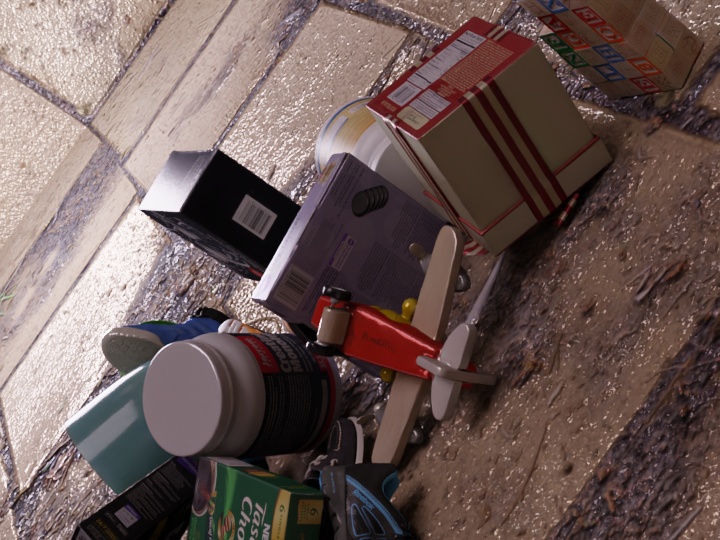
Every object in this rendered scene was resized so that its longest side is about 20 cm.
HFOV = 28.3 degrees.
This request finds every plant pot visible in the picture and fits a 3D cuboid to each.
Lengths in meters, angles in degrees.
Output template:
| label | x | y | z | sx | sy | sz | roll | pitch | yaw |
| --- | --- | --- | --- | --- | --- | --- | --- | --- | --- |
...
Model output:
| label | x | y | z | sx | sy | sz | roll | pitch | yaw |
| --- | --- | --- | --- | --- | --- | --- | --- | --- | --- |
| plant pot | -0.240 | 0.202 | 1.779 | 0.161 | 0.201 | 0.201 | -45 | 24 | -2 |

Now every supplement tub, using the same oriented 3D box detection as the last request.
| label | x | y | z | sx | sy | sz | roll | pitch | yaw |
| --- | --- | --- | --- | --- | --- | --- | --- | --- | --- |
| supplement tub | 0.038 | -0.127 | 1.728 | 0.145 | 0.144 | 0.200 | -55 | 24 | 1 |
| supplement tub | -0.129 | 0.140 | 1.595 | 0.140 | 0.200 | 0.141 | -2 | 87 | 39 |

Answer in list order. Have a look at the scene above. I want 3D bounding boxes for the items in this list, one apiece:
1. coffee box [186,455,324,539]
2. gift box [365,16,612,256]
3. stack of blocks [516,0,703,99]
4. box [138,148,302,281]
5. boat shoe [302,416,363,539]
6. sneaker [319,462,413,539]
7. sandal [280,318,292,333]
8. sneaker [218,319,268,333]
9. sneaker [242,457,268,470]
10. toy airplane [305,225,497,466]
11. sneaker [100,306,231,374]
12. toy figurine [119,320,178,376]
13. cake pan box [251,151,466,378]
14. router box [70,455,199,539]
| label | x | y | z | sx | sy | sz | roll | pitch | yaw |
| --- | --- | --- | --- | --- | --- | --- | --- | --- | --- |
| coffee box | -0.110 | 0.261 | 1.436 | 0.200 | 0.044 | 0.124 | 10 | 91 | 57 |
| gift box | 0.125 | -0.130 | 1.515 | 0.200 | 0.187 | 0.185 | -38 | 27 | 1 |
| stack of blocks | 0.237 | -0.260 | 1.461 | 0.115 | 0.200 | 0.059 | 2 | 61 | 61 |
| box | -0.179 | -0.074 | 1.996 | 0.104 | 0.200 | 0.182 | -60 | 24 | -10 |
| boat shoe | -0.032 | 0.228 | 1.489 | 0.201 | 0.060 | 0.074 | -88 | 10 | -47 |
| sneaker | 0.012 | 0.268 | 1.359 | 0.081 | 0.073 | 0.201 | -10 | 55 | -2 |
| sandal | -0.056 | 0.044 | 1.753 | 0.206 | 0.059 | 0.080 | -8 | 89 | 58 |
| sneaker | -0.103 | 0.118 | 1.773 | 0.200 | 0.077 | 0.079 | 32 | 92 | 48 |
| sneaker | -0.127 | 0.287 | 1.610 | 0.200 | 0.073 | 0.082 | -104 | 27 | -57 |
| toy airplane | 0.059 | 0.080 | 1.472 | 0.200 | 0.141 | 0.200 | -32 | 70 | 26 |
| sneaker | -0.245 | 0.096 | 1.928 | 0.111 | 0.199 | 0.077 | -89 | 9 | -58 |
| toy figurine | -0.294 | 0.203 | 1.994 | 0.184 | 0.150 | 0.201 | -52 | 45 | 41 |
| cake pan box | 0.000 | 0.000 | 1.589 | 0.201 | 0.184 | 0.052 | -62 | 23 | -11 |
| router box | -0.260 | 0.304 | 1.585 | 0.157 | 0.052 | 0.200 | -34 | -18 | -41 |
